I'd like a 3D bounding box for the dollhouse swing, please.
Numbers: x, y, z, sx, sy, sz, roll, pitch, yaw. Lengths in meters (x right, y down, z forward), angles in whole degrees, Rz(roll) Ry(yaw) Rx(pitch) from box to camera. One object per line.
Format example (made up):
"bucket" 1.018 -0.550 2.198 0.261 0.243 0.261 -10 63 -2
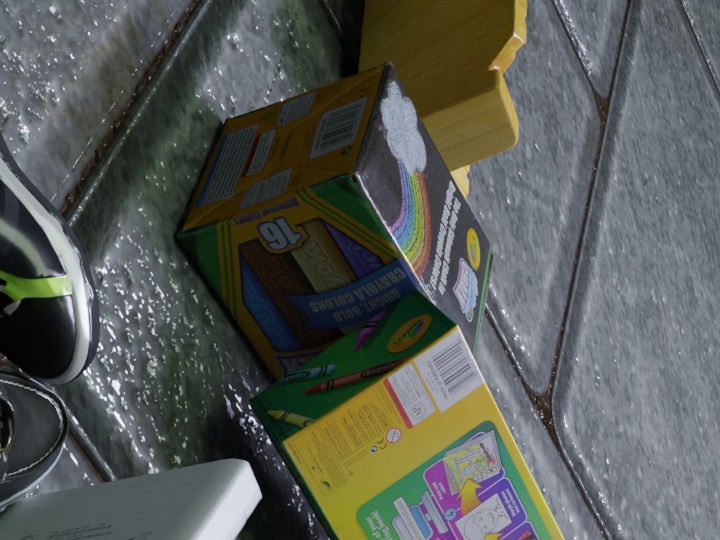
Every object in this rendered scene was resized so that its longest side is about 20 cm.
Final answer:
"dollhouse swing" 0.091 -0.151 1.288 0.175 0.181 0.201 34 49 -40

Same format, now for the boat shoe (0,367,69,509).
"boat shoe" -0.178 0.072 0.724 0.200 0.056 0.069 -1 76 -64

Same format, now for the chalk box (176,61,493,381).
"chalk box" 0.000 0.000 1.060 0.201 0.123 0.125 60 28 -29

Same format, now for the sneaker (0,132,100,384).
"sneaker" -0.193 -0.026 0.760 0.083 0.071 0.201 -43 109 -49

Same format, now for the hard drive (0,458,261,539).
"hard drive" -0.133 0.145 0.686 0.027 0.131 0.200 69 25 -17

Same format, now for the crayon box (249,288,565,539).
"crayon box" 0.034 0.127 0.997 0.201 0.118 0.058 62 -10 -29
